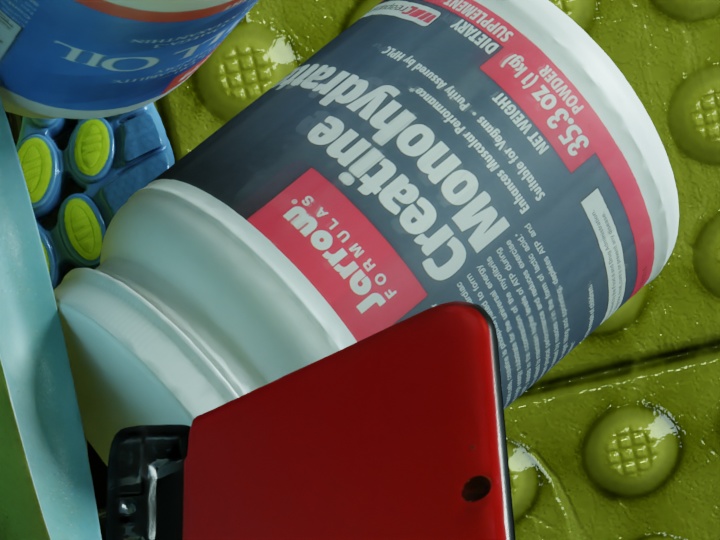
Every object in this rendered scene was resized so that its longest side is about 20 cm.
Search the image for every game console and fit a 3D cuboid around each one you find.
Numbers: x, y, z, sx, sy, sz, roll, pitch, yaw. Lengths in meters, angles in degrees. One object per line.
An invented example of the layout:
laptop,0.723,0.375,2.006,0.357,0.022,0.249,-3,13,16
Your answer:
game console,-0.014,0.136,0.816,0.200,0.118,0.173,-92,179,-45

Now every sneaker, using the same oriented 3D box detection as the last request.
sneaker,-0.106,-0.046,1.101,0.083,0.071,0.200,74,1,-60

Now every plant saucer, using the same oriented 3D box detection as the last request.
plant saucer,-0.109,0.016,0.843,0.200,0.027,0.200,167,-90,-88

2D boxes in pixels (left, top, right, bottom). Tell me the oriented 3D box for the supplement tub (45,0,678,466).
supplement tub,0.000,0.000,1.003,0.140,0.200,0.140,42,-22,21

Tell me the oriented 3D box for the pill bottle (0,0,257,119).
pill bottle,-0.083,-0.111,0.911,0.200,0.112,0.112,146,-68,-71

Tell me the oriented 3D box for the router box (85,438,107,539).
router box,-0.064,0.126,1.159,0.150,0.062,0.200,-107,-176,-58
